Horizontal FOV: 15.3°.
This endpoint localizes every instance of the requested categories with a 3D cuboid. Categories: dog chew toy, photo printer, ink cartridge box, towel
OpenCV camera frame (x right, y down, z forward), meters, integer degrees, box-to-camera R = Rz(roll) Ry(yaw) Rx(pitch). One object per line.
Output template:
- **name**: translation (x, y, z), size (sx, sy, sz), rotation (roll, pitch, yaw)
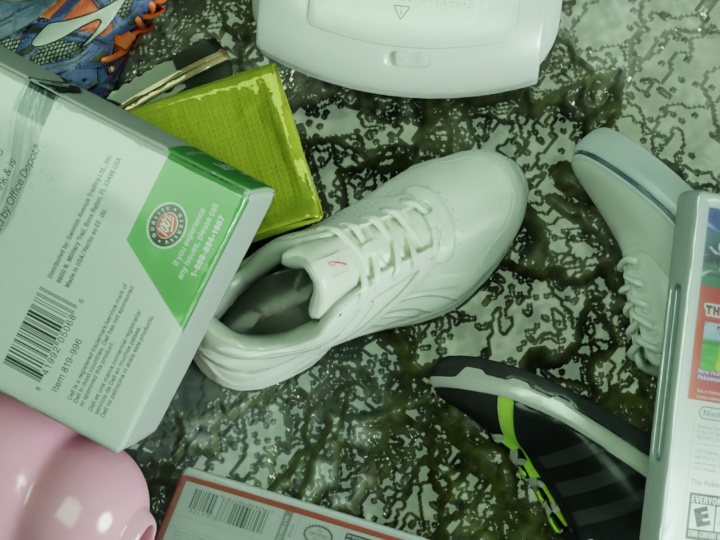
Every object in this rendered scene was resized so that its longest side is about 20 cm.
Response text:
- **dog chew toy**: translation (-0.197, 0.101, 1.363), size (0.200, 0.125, 0.125), rotation (22, 86, 17)
- **photo printer**: translation (0.030, -0.192, 1.418), size (0.166, 0.069, 0.200), rotation (6, 85, 3)
- **ink cartridge box**: translation (-0.166, -0.022, 1.324), size (0.200, 0.083, 0.147), rotation (28, 97, 5)
- **towel**: translation (-0.125, -0.036, 1.367), size (0.200, 0.018, 0.086), rotation (-17, 97, 9)

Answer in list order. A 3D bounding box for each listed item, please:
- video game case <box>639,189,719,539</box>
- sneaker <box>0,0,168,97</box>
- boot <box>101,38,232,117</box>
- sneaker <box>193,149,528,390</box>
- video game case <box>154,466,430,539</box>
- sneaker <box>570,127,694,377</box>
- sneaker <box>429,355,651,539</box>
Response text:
- **video game case**: translation (0.236, 0.065, 1.355), size (0.200, 0.023, 0.182), rotation (10, 84, -27)
- **sneaker**: translation (-0.141, -0.129, 1.424), size (0.200, 0.075, 0.078), rotation (-29, 85, 9)
- **boot**: translation (-0.116, -0.014, 1.413), size (0.200, 0.077, 0.138), rotation (-40, 88, 12)
- **sneaker**: translation (0.000, 0.000, 1.385), size (0.200, 0.099, 0.078), rotation (-32, 84, 0)
- **video game case**: translation (-0.057, 0.206, 1.362), size (0.143, 0.017, 0.200), rotation (16, 59, 9)
- **sneaker**: translation (0.166, 0.018, 1.385), size (0.071, 0.073, 0.200), rotation (-37, 85, -13)
- **sneaker**: translation (0.116, 0.114, 1.381), size (0.200, 0.072, 0.083), rotation (29, 88, 5)
